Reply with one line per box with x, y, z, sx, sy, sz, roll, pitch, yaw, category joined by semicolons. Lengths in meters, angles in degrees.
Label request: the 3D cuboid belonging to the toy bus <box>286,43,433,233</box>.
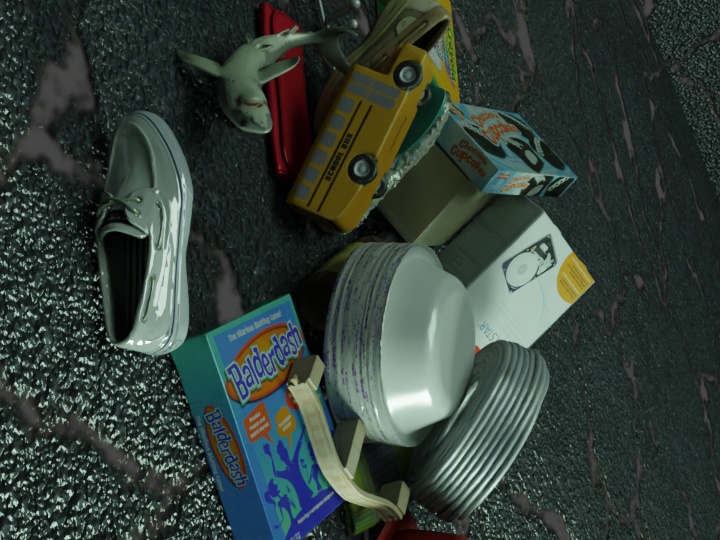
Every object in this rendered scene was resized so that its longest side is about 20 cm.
0.004;-0.140;1.184;0.201;0.078;0.065;-64;164;-5;toy bus

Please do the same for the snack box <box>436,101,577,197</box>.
0.161;-0.139;1.318;0.116;0.037;0.200;51;28;22;snack box

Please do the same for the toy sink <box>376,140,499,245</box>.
0.097;-0.113;1.362;0.131;0.112;0.200;50;22;19;toy sink

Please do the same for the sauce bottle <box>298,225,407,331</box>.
0.000;0.000;1.227;0.066;0.066;0.200;67;30;-13;sauce bottle

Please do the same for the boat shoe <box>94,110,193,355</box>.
-0.176;-0.034;0.910;0.067;0.073;0.201;9;69;-63;boat shoe

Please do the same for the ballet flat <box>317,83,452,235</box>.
0.025;-0.118;1.244;0.072;0.200;0.072;43;0;0;ballet flat

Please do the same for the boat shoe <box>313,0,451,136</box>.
0.021;-0.213;1.249;0.065;0.200;0.071;45;22;23;boat shoe

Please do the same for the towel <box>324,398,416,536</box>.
0.021;0.185;1.214;0.200;0.023;0.145;-19;93;-62;towel

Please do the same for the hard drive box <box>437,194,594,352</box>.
0.160;0.025;1.365;0.156;0.200;0.077;44;1;-42;hard drive box

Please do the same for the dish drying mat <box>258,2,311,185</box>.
-0.077;-0.185;1.230;0.077;0.018;0.201;27;52;-60;dish drying mat

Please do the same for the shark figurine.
-0.097;-0.186;1.132;0.215;0.127;0.090;-50;157;-48;shark figurine

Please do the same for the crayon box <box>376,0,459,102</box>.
0.077;-0.299;1.533;0.119;0.058;0.201;31;49;-52;crayon box

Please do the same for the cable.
0.121;0.162;1.186;0.069;0.200;0.200;33;55;-2;cable

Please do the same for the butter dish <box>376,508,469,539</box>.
0.091;0.349;1.118;0.201;0.147;0.200;67;28;-16;butter dish

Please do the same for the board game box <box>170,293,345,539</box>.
-0.083;0.135;1.022;0.152;0.045;0.201;-28;100;-62;board game box

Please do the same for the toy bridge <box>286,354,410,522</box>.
-0.014;0.167;1.057;0.200;0.027;0.067;58;31;-30;toy bridge

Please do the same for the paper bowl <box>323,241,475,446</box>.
0.048;0.073;1.136;0.200;0.104;0.202;2;90;-66;paper bowl

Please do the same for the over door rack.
-0.040;-0.297;1.277;0.200;0.066;0.149;12;64;-72;over door rack
